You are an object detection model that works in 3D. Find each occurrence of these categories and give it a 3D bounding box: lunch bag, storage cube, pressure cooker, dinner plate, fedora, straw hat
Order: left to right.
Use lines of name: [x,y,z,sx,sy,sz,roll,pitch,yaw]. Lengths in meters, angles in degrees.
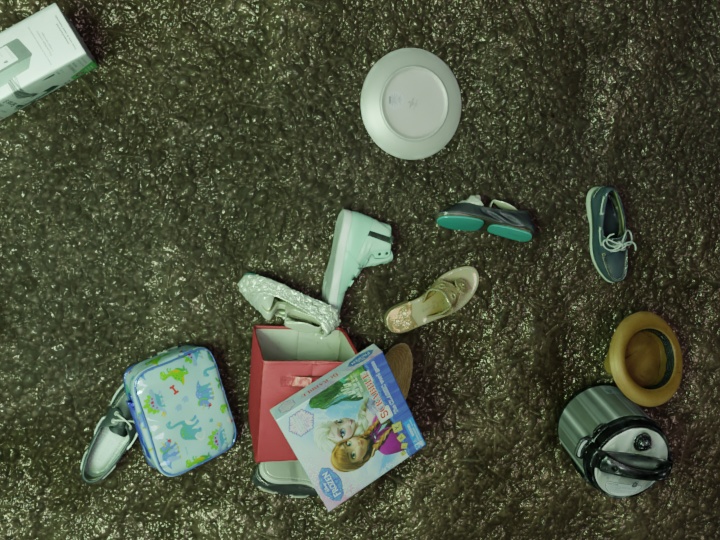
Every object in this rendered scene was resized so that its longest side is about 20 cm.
lunch bag: [-0.313,0.238,1.196,0.160,0.082,0.203,-23,104,-33]
storage cube: [-0.102,0.210,1.209,0.168,0.200,0.182,2,103,-14]
straw hat: [0.015,0.219,1.288,0.084,0.200,0.204,15,94,28]
dinner plate: [0.097,-0.307,1.279,0.197,0.024,0.203,-1,97,-13]
pressure cooker: [0.495,0.338,1.352,0.175,0.200,0.180,-30,112,1]
fedora: [0.563,0.181,1.411,0.198,0.082,0.204,5,77,-24]

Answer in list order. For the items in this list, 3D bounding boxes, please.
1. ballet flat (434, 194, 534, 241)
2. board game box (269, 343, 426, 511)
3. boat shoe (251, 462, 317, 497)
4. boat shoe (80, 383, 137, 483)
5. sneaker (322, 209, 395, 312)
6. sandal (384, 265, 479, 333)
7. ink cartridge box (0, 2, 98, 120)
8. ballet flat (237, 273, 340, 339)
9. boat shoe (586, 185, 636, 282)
ballet flat: [0.237,-0.105,1.321,0.197,0.073,0.074,10,95,-8]
board game box: [-0.015,0.255,1.124,0.198,0.041,0.202,-31,113,-12]
boat shoe: [-0.107,0.390,1.295,0.198,0.075,0.060,14,135,-31]
boat shoe: [-0.418,0.277,1.205,0.075,0.060,0.202,26,90,-15]
sneaker: [0.000,0.000,1.268,0.117,0.074,0.203,12,95,-18]
sandal: [0.148,0.063,1.312,0.210,0.070,0.078,-27,102,-9]
ink cartridge box: [-0.520,-0.311,1.065,0.199,0.146,0.085,-32,104,-7]
ballet flat: [-0.131,0.064,1.214,0.198,0.072,0.073,20,92,5]
boat shoe: [0.503,-0.070,1.386,0.074,0.062,0.203,-12,100,-14]
